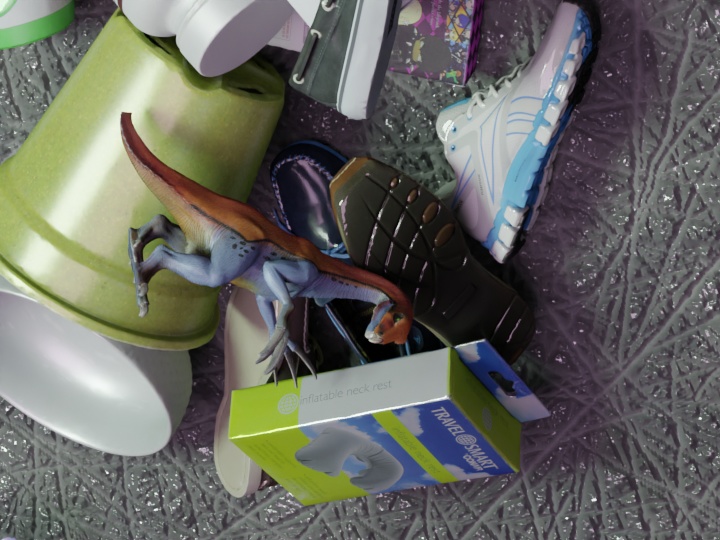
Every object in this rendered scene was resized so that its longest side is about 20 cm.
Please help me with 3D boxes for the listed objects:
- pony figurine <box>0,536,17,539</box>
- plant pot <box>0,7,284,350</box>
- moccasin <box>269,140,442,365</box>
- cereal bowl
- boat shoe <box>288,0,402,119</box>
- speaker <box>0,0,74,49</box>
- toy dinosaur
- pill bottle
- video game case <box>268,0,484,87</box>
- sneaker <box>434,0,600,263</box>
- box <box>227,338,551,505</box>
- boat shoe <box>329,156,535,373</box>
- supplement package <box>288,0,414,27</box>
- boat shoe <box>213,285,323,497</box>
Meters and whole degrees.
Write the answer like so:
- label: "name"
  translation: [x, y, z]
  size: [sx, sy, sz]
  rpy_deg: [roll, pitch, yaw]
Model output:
- label: "pony figurine"
  translation: [-0.308, 0.284, 1.768]
  size: [0.192, 0.168, 0.200]
  rpy_deg: [28, 140, -25]
- label: "plant pot"
  translation: [-0.148, -0.078, 1.518]
  size: [0.200, 0.200, 0.185]
  rpy_deg: [31, 110, 3]
- label: "moccasin"
  translation: [0.000, 0.000, 1.558]
  size: [0.080, 0.068, 0.201]
  rpy_deg: [-29, 103, 29]
- label: "cereal bowl"
  translation: [-0.207, 0.046, 1.628]
  size: [0.199, 0.084, 0.201]
  rpy_deg: [23, 149, 15]
- label: "boat shoe"
  translation: [-0.002, -0.182, 1.299]
  size: [0.056, 0.069, 0.201]
  rpy_deg: [17, 123, 7]
- label: "speaker"
  translation: [-0.260, -0.259, 1.513]
  size: [0.088, 0.089, 0.201]
  rpy_deg: [-6, 113, 22]
- label: "toy dinosaur"
  translation: [-0.057, -0.004, 1.414]
  size: [0.180, 0.105, 0.202]
  rpy_deg: [-6, 106, -8]
- label: "pill bottle"
  translation: [-0.133, -0.229, 1.435]
  size: [0.200, 0.113, 0.113]
  rpy_deg: [50, 122, 12]
- label: "video game case"
  translation: [0.000, -0.236, 1.459]
  size: [0.180, 0.036, 0.201]
  rpy_deg: [13, 119, 13]
- label: "sneaker"
  translation: [0.097, -0.103, 1.473]
  size: [0.086, 0.075, 0.201]
  rpy_deg: [28, 121, 11]
- label: "box"
  translation: [0.021, 0.111, 1.550]
  size: [0.199, 0.048, 0.122]
  rpy_deg: [-12, 145, 25]
- label: "boat shoe"
  translation: [0.041, -0.005, 1.508]
  size: [0.076, 0.074, 0.200]
  rpy_deg: [-43, 125, -2]
- label: "supplement package"
  translation: [0.021, -0.261, 1.355]
  size: [0.200, 0.111, 0.156]
  rpy_deg: [-36, 102, 28]
- label: "boat shoe"
  translation: [-0.063, 0.075, 1.625]
  size: [0.072, 0.059, 0.201]
  rpy_deg: [39, 129, 46]
